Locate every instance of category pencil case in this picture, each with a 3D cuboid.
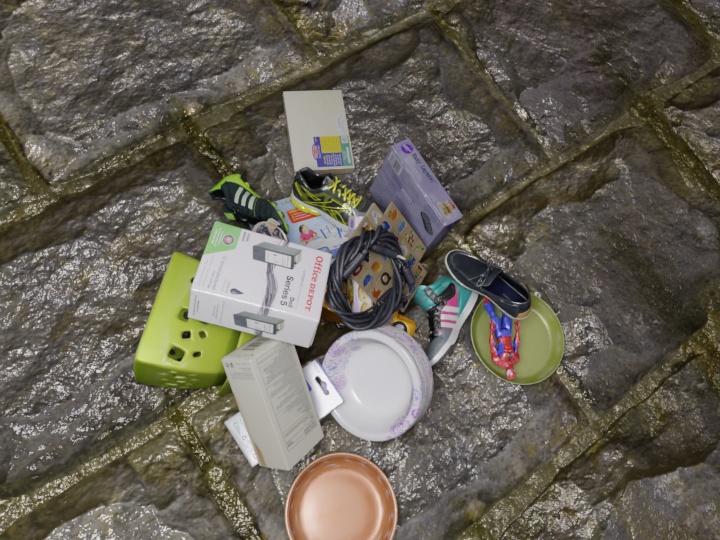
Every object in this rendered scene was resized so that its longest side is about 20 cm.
[{"bbox_3d":[-0.209,-0.021,1.196,0.078,0.200,0.090,13,61,-36],"label":"pencil case"}]

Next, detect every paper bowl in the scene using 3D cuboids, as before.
[{"bbox_3d":[0.037,0.197,1.183,0.201,0.201,0.104,57,27,12],"label":"paper bowl"}]

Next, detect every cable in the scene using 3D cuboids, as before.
[{"bbox_3d":[0.017,0.013,1.142,0.200,0.051,0.164,-27,111,-38],"label":"cable"}]

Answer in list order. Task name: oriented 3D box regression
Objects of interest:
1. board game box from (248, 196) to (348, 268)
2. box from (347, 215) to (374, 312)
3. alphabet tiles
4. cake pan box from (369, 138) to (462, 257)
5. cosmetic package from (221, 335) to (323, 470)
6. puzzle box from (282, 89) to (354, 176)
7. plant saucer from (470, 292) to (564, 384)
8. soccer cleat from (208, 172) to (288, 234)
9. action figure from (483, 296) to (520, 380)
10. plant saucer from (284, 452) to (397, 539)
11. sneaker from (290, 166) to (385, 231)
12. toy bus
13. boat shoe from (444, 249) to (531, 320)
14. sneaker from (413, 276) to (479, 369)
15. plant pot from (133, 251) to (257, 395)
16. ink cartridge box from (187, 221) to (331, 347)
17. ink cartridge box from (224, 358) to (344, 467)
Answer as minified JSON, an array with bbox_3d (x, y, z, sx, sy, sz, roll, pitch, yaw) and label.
[{"bbox_3d":[-0.095,-0.064,1.279,0.200,0.056,0.196,-18,53,-17],"label":"board game box"},{"bbox_3d":[0.000,0.000,1.203,0.041,0.039,0.201,1,93,-21],"label":"box"},{"bbox_3d":[0.052,-0.021,1.212,0.200,0.006,0.167,50,61,-34],"label":"alphabet tiles"},{"bbox_3d":[0.102,-0.140,1.313,0.052,0.184,0.200,-28,76,-24],"label":"cake pan box"},{"bbox_3d":[-0.140,0.211,1.068,0.105,0.071,0.201,-33,112,-50],"label":"cosmetic package"},{"bbox_3d":[-0.093,-0.300,1.420,0.133,0.025,0.201,-4,71,-13],"label":"puzzle box"},{"bbox_3d":[0.316,0.136,1.333,0.199,0.031,0.201,4,68,-9],"label":"plant saucer"},{"bbox_3d":[-0.211,-0.113,1.243,0.081,0.068,0.200,-38,55,-18],"label":"soccer cleat"},{"bbox_3d":[0.280,0.117,1.294,0.065,0.052,0.201,-1,71,-16],"label":"action figure"},{"bbox_3d":[-0.035,0.425,1.151,0.200,0.037,0.201,3,70,-9],"label":"plant saucer"},{"bbox_3d":[-0.045,-0.136,1.250,0.199,0.085,0.075,17,52,11],"label":"sneaker"},{"bbox_3d":[0.010,0.081,1.275,0.199,0.065,0.078,17,66,-4],"label":"toy bus"},{"bbox_3d":[0.251,0.018,1.277,0.200,0.062,0.075,39,66,21],"label":"boat shoe"},{"bbox_3d":[0.143,0.087,1.287,0.121,0.084,0.200,35,59,-2],"label":"sneaker"},{"bbox_3d":[-0.274,0.111,1.141,0.181,0.200,0.200,18,67,-12],"label":"plant pot"},{"bbox_3d":[-0.156,0.023,1.043,0.199,0.084,0.146,15,49,-7],"label":"ink cartridge box"},{"bbox_3d":[-0.135,0.254,1.173,0.200,0.037,0.095,-35,78,-5],"label":"ink cartridge box"}]
